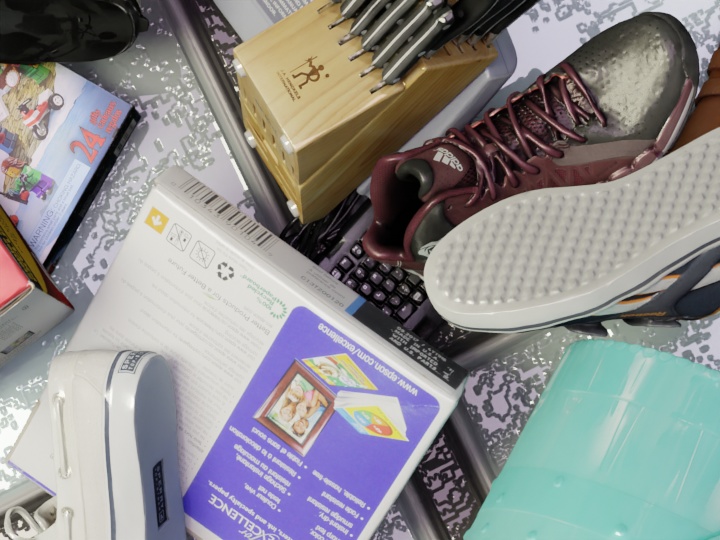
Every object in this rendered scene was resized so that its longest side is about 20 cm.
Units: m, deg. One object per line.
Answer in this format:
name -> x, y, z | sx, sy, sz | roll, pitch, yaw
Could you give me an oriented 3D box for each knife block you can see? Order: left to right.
knife block -> 0.025, -0.115, 1.220 | 0.175, 0.200, 0.064 | -30, 77, -7

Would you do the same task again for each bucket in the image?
bucket -> 0.158, 0.135, 1.220 | 0.206, 0.207, 0.136 | 26, 78, 4

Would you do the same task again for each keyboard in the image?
keyboard -> 0.000, 0.000, 1.317 | 0.104, 0.040, 0.200 | 41, 86, 5

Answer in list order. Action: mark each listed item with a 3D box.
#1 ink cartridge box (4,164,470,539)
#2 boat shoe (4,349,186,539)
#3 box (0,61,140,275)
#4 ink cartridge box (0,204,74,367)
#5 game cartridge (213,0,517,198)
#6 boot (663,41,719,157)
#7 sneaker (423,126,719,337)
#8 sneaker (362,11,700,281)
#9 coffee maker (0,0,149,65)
ink cartridge box -> -0.069, 0.079, 1.291 | 0.197, 0.043, 0.201 | 35, 117, 6
boat shoe -> -0.146, 0.138, 1.278 | 0.085, 0.075, 0.204 | 5, 111, 19
box -> -0.230, -0.035, 1.328 | 0.136, 0.038, 0.201 | 29, 86, 4
ink cartridge box -> -0.245, -0.043, 1.221 | 0.084, 0.176, 0.201 | -36, 85, -2
game cartridge -> -0.006, -0.149, 1.286 | 0.201, 0.041, 0.133 | 54, 130, 15
boot -> 0.192, -0.069, 1.309 | 0.198, 0.074, 0.156 | 6, 76, 5
sneaker -> 0.132, -0.004, 1.209 | 0.198, 0.080, 0.079 | -19, 52, -1
sneaker -> 0.079, -0.059, 1.224 | 0.200, 0.115, 0.076 | -45, 62, 23
coffee maker -> -0.204, -0.219, 1.292 | 0.190, 0.135, 0.202 | -3, 69, 18
